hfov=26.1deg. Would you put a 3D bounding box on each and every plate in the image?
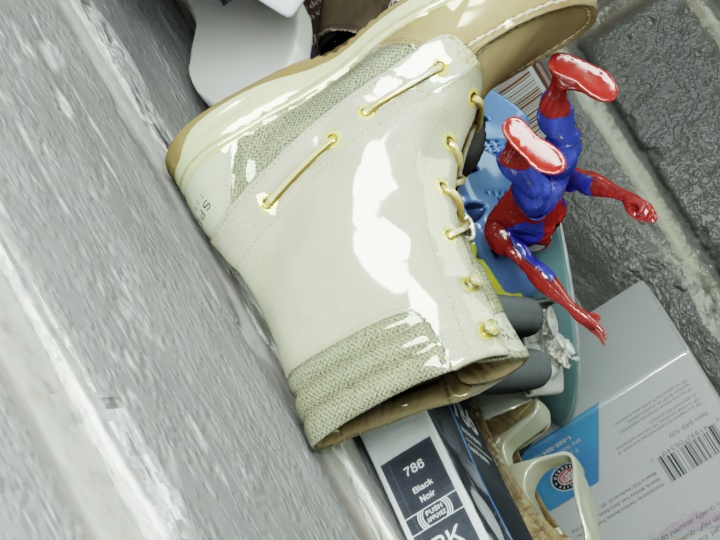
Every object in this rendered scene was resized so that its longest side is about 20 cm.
[{"bbox_3d":[0.100,0.002,0.992,0.200,0.025,0.202,170,-90,-85],"label":"plate"}]

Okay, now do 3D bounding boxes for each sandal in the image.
[{"bbox_3d":[0.063,-0.074,0.917,0.080,0.086,0.201,78,-10,-73],"label":"sandal"}]

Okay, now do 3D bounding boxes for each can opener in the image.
[{"bbox_3d":[0.068,0.042,0.798,0.200,0.066,0.053,10,68,-72],"label":"can opener"}]

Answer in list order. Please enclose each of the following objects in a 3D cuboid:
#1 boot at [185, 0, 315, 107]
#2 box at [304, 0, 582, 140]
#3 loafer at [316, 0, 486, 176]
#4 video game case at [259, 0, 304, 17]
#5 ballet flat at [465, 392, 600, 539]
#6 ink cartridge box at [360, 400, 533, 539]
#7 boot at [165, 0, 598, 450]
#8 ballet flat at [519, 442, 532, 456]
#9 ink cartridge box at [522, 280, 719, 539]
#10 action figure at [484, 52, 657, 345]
[{"bbox_3d":[-0.049,-0.117,0.872,0.091,0.072,0.201,54,12,-35],"label":"boot"},{"bbox_3d":[0.025,-0.151,1.089,0.201,0.164,0.166,62,10,31],"label":"box"},{"bbox_3d":[0.009,-0.143,0.847,0.073,0.071,0.202,-38,-113,59],"label":"loafer"},{"bbox_3d":[-0.107,-0.204,0.796,0.181,0.024,0.200,30,16,-13],"label":"video game case"},{"bbox_3d":[0.084,0.107,0.843,0.070,0.065,0.201,43,16,-52],"label":"ballet flat"},{"bbox_3d":[0.041,0.102,0.721,0.099,0.039,0.201,42,17,-57],"label":"ink cartridge box"},{"bbox_3d":[0.036,-0.031,0.642,0.156,0.199,0.072,61,-2,20],"label":"boot"},{"bbox_3d":[0.081,0.064,1.001,0.067,0.057,0.200,54,10,-25],"label":"ballet flat"},{"bbox_3d":[0.202,0.145,1.089,0.201,0.146,0.146,55,8,-16],"label":"ink cartridge box"},{"bbox_3d":[0.111,-0.029,0.778,0.099,0.065,0.200,38,-10,8],"label":"action figure"}]
